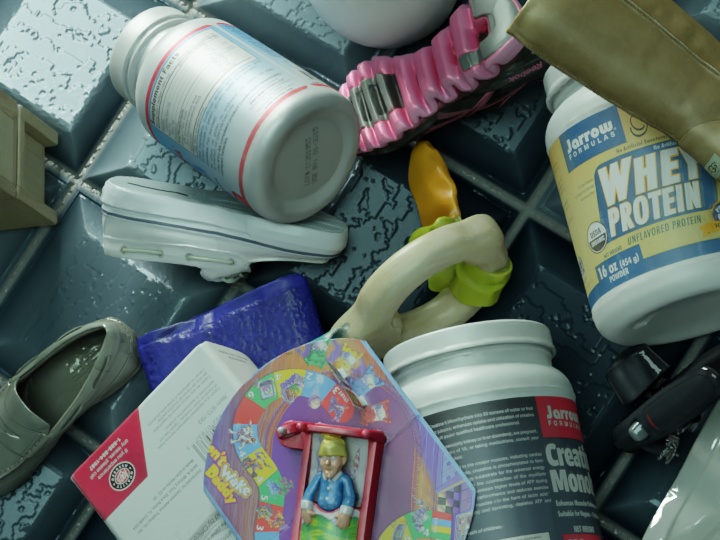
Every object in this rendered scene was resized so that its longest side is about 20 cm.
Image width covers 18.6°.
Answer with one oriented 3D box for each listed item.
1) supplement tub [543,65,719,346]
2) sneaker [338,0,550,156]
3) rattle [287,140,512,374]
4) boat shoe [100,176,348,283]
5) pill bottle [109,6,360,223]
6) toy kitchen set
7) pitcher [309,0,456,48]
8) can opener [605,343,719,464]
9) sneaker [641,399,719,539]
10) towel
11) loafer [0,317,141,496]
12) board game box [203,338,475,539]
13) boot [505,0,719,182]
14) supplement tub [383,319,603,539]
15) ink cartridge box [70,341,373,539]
[{"bbox_3d":[0.214,-0.060,1.569,0.144,0.145,0.201,-18,72,11],"label":"supplement tub"},{"bbox_3d":[0.067,-0.135,1.668,0.200,0.095,0.079,-27,61,34],"label":"sneaker"},{"bbox_3d":[0.000,0.000,1.615,0.200,0.130,0.143,-30,79,-5],"label":"rattle"},{"bbox_3d":[-0.106,-0.024,1.701,0.199,0.074,0.067,13,108,18],"label":"boat shoe"},{"bbox_3d":[-0.101,-0.126,1.680,0.200,0.109,0.109,35,88,37],"label":"pill bottle"},{"bbox_3d":[-0.363,-0.125,1.731,0.199,0.180,0.164,-7,74,15],"label":"toy kitchen set"},{"bbox_3d":[0.030,-0.239,1.636,0.171,0.200,0.122,5,78,16],"label":"pitcher"},{"bbox_3d":[0.214,0.089,1.514,0.079,0.200,0.063,42,75,-2],"label":"can opener"},{"bbox_3d":[0.249,0.187,1.536,0.085,0.073,0.200,25,83,22],"label":"sneaker"},{"bbox_3d":[-0.077,0.118,1.662,0.147,0.050,0.201,-22,73,17],"label":"towel"},{"bbox_3d":[-0.256,0.108,1.700,0.200,0.070,0.070,-44,70,2],"label":"loafer"},{"bbox_3d":[-0.024,0.145,1.496,0.158,0.039,0.200,-40,70,9],"label":"board game box"},{"bbox_3d":[0.226,-0.163,1.498,0.200,0.066,0.175,38,58,4],"label":"boot"},{"bbox_3d":[0.093,0.148,1.554,0.140,0.140,0.201,-13,74,12],"label":"supplement tub"},{"bbox_3d":[-0.087,0.175,1.583,0.145,0.083,0.200,-45,69,9],"label":"ink cartridge box"}]
